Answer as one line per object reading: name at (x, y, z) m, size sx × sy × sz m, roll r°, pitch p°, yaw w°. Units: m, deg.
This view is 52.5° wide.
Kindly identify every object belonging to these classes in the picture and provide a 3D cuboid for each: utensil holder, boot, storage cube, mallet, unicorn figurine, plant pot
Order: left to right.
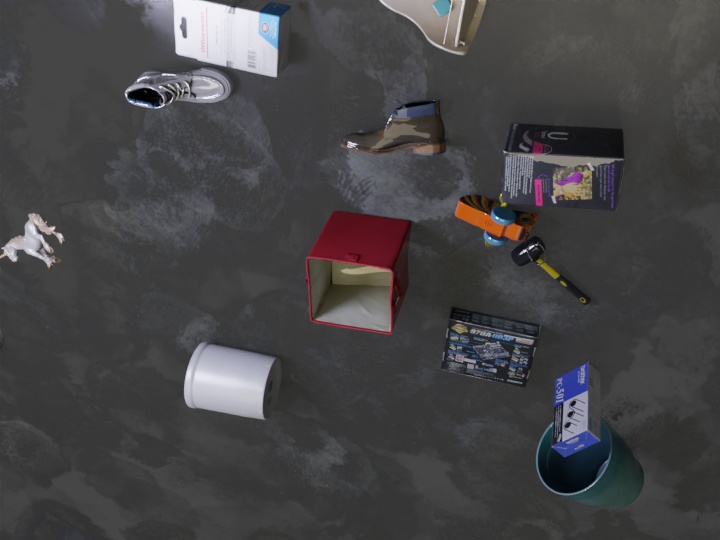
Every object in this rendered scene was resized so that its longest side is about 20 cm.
unicorn figurine at (-0.809, -0.065, 1.807) m, size 0.137 × 0.074 × 0.200 m, roll 35°, pitch 115°, yaw 2°
boot at (-0.354, -0.346, 1.419) m, size 0.200 × 0.096 × 0.074 m, roll 3°, pitch 127°, yaw 16°
utensil holder at (-0.315, 0.278, 1.835) m, size 0.200 × 0.170 × 0.170 m, roll 8°, pitch 128°, yaw 9°
storage cube at (0.000, 0.000, 1.511) m, size 0.200 × 0.180 × 0.171 m, roll 9°, pitch 128°, yaw 13°
boot at (0.061, -0.271, 1.366) m, size 0.200 × 0.075 × 0.097 m, roll 2°, pitch 115°, yaw 8°
mallet at (0.400, 0.002, 1.476) m, size 0.200 × 0.041 × 0.066 m, roll 32°, pitch 133°, yaw -12°
plant pot at (0.543, 0.449, 1.676) m, size 0.188 × 0.200 × 0.200 m, roll 33°, pitch 131°, yaw -28°

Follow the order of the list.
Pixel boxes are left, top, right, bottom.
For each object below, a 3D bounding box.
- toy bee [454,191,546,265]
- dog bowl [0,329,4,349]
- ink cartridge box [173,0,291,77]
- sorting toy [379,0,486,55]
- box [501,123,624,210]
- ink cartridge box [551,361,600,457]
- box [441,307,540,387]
toy bee at (0.287, -0.087, 1.415) m, size 0.200 × 0.109 × 0.131 m, roll 50°, pitch 138°, yaw 10°
dog bowl at (-1.119, 0.184, 2.097) m, size 0.200 × 0.059 × 0.200 m, roll 9°, pitch 128°, yaw 11°
ink cartridge box at (-0.233, -0.436, 1.329) m, size 0.200 × 0.068 × 0.116 m, roll 14°, pitch 129°, yaw 7°
sorting toy at (0.115, -0.477, 1.171) m, size 0.180 × 0.107 × 0.200 m, roll 19°, pitch 130°, yaw 13°
box at (0.356, -0.185, 1.290) m, size 0.200 × 0.122 × 0.106 m, roll 6°, pitch 127°, yaw 14°
ink cartridge box at (0.464, 0.295, 1.567) m, size 0.044 × 0.200 × 0.094 m, roll 41°, pitch 127°, yaw -14°
box at (0.287, 0.173, 1.632) m, size 0.200 × 0.046 × 0.159 m, roll 11°, pitch 128°, yaw 10°
